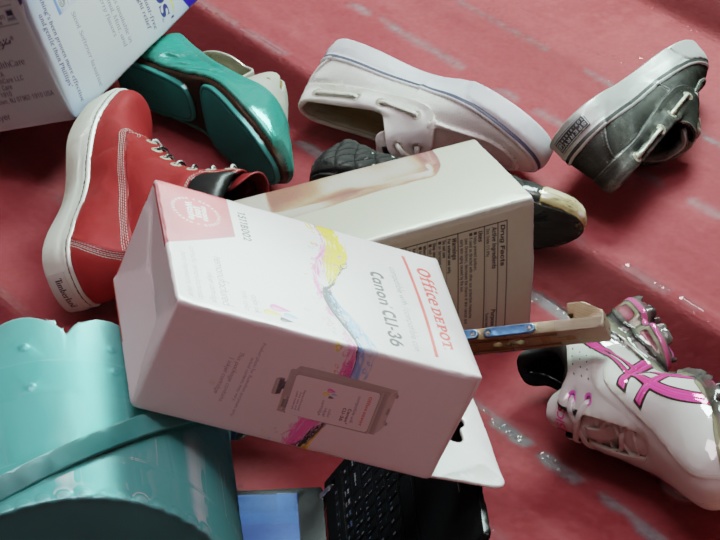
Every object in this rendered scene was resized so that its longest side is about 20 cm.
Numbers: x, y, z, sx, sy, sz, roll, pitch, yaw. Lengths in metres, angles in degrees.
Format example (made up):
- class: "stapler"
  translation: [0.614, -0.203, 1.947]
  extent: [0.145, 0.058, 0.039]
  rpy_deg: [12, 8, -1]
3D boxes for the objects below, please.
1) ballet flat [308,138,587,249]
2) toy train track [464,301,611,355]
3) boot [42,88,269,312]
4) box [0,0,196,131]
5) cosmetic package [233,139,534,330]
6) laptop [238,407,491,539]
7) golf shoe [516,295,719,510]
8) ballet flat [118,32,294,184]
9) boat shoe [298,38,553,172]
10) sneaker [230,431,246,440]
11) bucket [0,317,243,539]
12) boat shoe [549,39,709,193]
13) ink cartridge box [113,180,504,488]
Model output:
- class: "ballet flat"
  translation: [0.058, -0.056, 1.547]
  extent: [0.199, 0.067, 0.057]
  rpy_deg: [12, 52, 23]
- class: "toy train track"
  translation: [0.045, 0.033, 1.357]
  extent: [0.199, 0.115, 0.033]
  rpy_deg: [-6, 66, 16]
- class: "boot"
  translation: [-0.122, -0.062, 1.530]
  extent: [0.144, 0.073, 0.200]
  rpy_deg: [-17, 37, 17]
- class: "box"
  translation: [-0.249, -0.185, 1.683]
  extent: [0.183, 0.105, 0.200]
  rpy_deg: [-7, 27, 30]
- class: "cosmetic package"
  translation: [0.000, 0.000, 1.438]
  extent: [0.199, 0.104, 0.087]
  rpy_deg: [-14, 36, -20]
- class: "laptop"
  translation: [-0.036, 0.131, 1.236]
  extent: [0.103, 0.200, 0.177]
  rpy_deg: [29, 27, -21]
- class: "golf shoe"
  translation: [0.157, 0.087, 1.332]
  extent: [0.092, 0.073, 0.200]
  rpy_deg: [-18, 26, -9]
- class: "ballet flat"
  translation: [-0.094, -0.125, 1.661]
  extent: [0.070, 0.068, 0.200]
  rpy_deg: [-33, 42, -26]
- class: "boat shoe"
  translation: [0.040, -0.100, 1.633]
  extent: [0.200, 0.071, 0.070]
  rpy_deg: [25, 69, 29]
- class: "sneaker"
  translation: [-0.112, 0.076, 1.324]
  extent: [0.200, 0.085, 0.075]
  rpy_deg: [-37, -6, 11]
- class: "bucket"
  translation: [-0.150, 0.140, 1.140]
  extent: [0.206, 0.208, 0.135]
  rpy_deg: [-9, 33, -10]
- class: "boat shoe"
  translation: [0.201, -0.102, 1.626]
  extent: [0.064, 0.071, 0.200]
  rpy_deg: [45, 39, 8]
- class: "ink cartridge box"
  translation: [-0.015, 0.033, 1.158]
  extent: [0.199, 0.068, 0.117]
  rpy_deg: [16, 28, -20]
